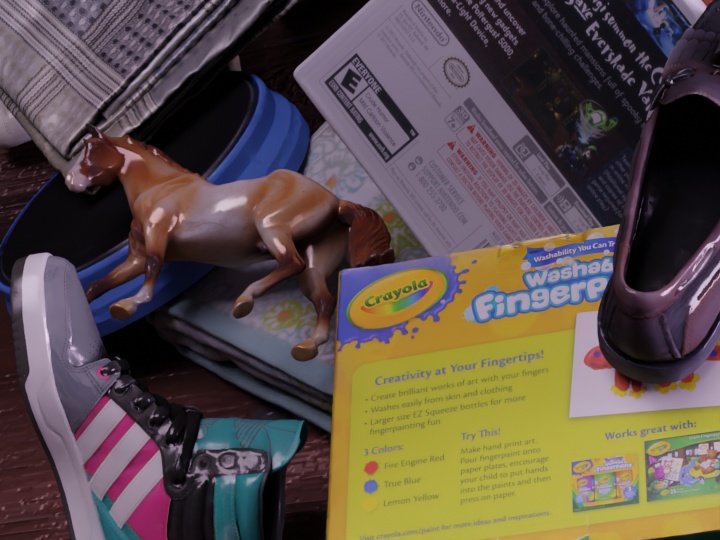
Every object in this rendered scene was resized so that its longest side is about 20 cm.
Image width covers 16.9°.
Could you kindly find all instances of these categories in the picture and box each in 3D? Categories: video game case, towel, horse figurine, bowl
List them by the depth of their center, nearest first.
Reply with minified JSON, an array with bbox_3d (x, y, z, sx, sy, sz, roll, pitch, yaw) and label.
[{"bbox_3d":[0.091,-0.074,1.163,0.182,0.200,0.023,-40,-7,23],"label":"video game case"},{"bbox_3d":[-0.067,-0.014,1.219,0.199,0.050,0.133,2,41,18],"label":"horse figurine"},{"bbox_3d":[0.000,0.000,1.277,0.171,0.048,0.200,-44,40,-20],"label":"towel"},{"bbox_3d":[-0.121,-0.039,1.360,0.200,0.039,0.201,-30,25,16],"label":"bowl"},{"bbox_3d":[-0.138,-0.160,1.406,0.193,0.035,0.200,-43,47,-1],"label":"towel"}]

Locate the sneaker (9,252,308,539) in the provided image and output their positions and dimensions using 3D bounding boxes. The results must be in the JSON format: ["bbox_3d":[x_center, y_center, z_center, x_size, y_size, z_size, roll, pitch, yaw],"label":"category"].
[{"bbox_3d":[-0.087,0.077,1.153,0.120,0.201,0.084,-16,6,7],"label":"sneaker"}]

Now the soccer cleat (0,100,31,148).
[{"bbox_3d":[-0.185,-0.162,1.545,0.069,0.078,0.200,12,55,41],"label":"soccer cleat"}]

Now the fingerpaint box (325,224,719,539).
[{"bbox_3d":[0.091,0.070,1.087,0.199,0.073,0.168,-10,54,17],"label":"fingerpaint box"}]

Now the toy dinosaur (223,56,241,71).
[{"bbox_3d":[-0.127,-0.198,1.499,0.200,0.047,0.088,36,94,12],"label":"toy dinosaur"}]

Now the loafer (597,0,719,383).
[{"bbox_3d":[0.152,-0.049,1.052,0.072,0.063,0.201,13,64,18],"label":"loafer"}]

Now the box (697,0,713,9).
[{"bbox_3d":[0.147,-0.132,1.210,0.199,0.153,0.106,1,15,32],"label":"box"}]
